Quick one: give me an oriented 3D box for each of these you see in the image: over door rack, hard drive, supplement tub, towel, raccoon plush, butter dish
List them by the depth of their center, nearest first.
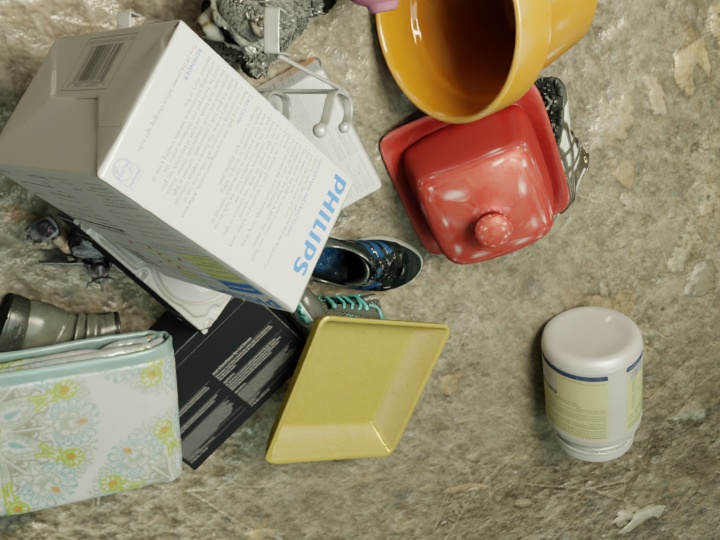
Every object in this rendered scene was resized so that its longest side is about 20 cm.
[{"bbox_3d":[-0.104,-0.159,0.696,0.200,0.146,0.068,27,69,-72],"label":"over door rack"},{"bbox_3d":[-0.072,-0.268,0.731,0.097,0.134,0.200,43,74,-13],"label":"raccoon plush"},{"bbox_3d":[-0.182,-0.046,0.784,0.140,0.038,0.200,-57,136,-18],"label":"hard drive"},{"bbox_3d":[-0.285,0.154,0.804,0.198,0.048,0.173,-7,117,-21],"label":"towel"},{"bbox_3d":[0.144,-0.083,0.919,0.198,0.149,0.200,-19,127,13],"label":"butter dish"},{"bbox_3d":[0.350,0.172,1.190,0.144,0.145,0.202,-23,124,-17],"label":"supplement tub"}]

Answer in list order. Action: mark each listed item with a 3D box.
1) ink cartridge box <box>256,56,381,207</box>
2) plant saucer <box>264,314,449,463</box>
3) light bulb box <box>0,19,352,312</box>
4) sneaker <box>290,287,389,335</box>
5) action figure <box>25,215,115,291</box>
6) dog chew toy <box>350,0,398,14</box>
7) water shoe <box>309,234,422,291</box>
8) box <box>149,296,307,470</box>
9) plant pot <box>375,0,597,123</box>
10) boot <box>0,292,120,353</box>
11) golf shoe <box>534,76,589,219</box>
[{"bbox_3d":[-0.096,-0.116,0.873,0.198,0.050,0.163,-26,127,7],"label":"ink cartridge box"},{"bbox_3d":[-0.011,0.134,0.947,0.198,0.048,0.202,6,115,-39],"label":"plant saucer"},{"bbox_3d":[-0.149,-0.078,0.631,0.200,0.197,0.126,38,71,-43],"label":"light bulb box"},{"bbox_3d":[-0.019,0.057,0.979,0.091,0.077,0.200,-49,136,-3],"label":"sneaker"},{"bbox_3d":[-0.264,-0.066,0.778,0.129,0.069,0.202,-12,123,-29],"label":"action figure"},{"bbox_3d":[0.003,-0.344,0.731,0.123,0.124,0.202,-17,106,-20],"label":"dog chew toy"},{"bbox_3d":[0.000,0.000,0.950,0.198,0.079,0.072,6,112,-31],"label":"water shoe"},{"bbox_3d":[-0.174,0.109,0.910,0.200,0.079,0.141,-43,130,-2],"label":"box"},{"bbox_3d":[0.147,-0.277,0.832,0.182,0.199,0.202,-26,126,-34],"label":"plant pot"},{"bbox_3d":[-0.336,0.126,0.836,0.130,0.068,0.202,19,103,-34],"label":"boot"},{"bbox_3d":[0.249,-0.160,1.018,0.094,0.078,0.202,-25,132,-28],"label":"golf shoe"}]
